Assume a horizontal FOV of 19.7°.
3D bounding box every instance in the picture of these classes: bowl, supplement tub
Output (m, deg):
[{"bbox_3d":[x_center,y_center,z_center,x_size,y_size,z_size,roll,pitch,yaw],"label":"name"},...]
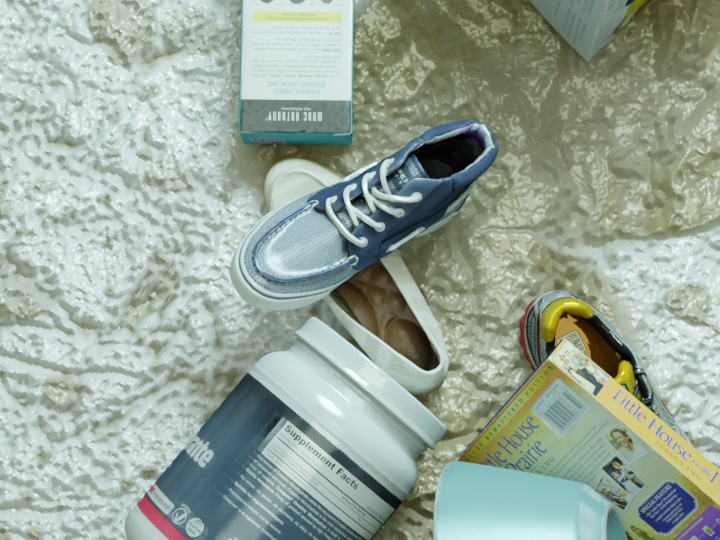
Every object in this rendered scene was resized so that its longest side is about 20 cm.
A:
[{"bbox_3d":[0.124,0.217,1.368,0.105,0.201,0.201,-11,84,14],"label":"bowl"},{"bbox_3d":[-0.051,0.146,1.418,0.140,0.140,0.200,40,86,4],"label":"supplement tub"}]

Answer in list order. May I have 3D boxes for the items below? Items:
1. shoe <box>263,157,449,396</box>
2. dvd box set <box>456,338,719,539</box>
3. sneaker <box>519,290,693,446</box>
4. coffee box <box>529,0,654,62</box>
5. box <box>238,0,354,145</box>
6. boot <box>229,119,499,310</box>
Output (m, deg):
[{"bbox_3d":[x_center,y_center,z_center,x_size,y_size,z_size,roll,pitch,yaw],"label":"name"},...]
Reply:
[{"bbox_3d":[0.000,0.000,1.475,0.070,0.053,0.200,-36,85,-3],"label":"shoe"},{"bbox_3d":[0.176,0.155,1.421,0.200,0.146,0.029,40,47,5],"label":"dvd box set"},{"bbox_3d":[0.177,0.103,1.448,0.078,0.082,0.200,-35,86,-3],"label":"sneaker"},{"bbox_3d":[0.170,-0.300,1.431,0.198,0.200,0.200,-42,85,-4],"label":"coffee box"},{"bbox_3d":[-0.044,-0.192,1.498,0.082,0.049,0.200,1,84,1],"label":"box"},{"bbox_3d":[0.002,-0.045,1.420,0.200,0.090,0.073,-30,79,-32],"label":"boot"}]
